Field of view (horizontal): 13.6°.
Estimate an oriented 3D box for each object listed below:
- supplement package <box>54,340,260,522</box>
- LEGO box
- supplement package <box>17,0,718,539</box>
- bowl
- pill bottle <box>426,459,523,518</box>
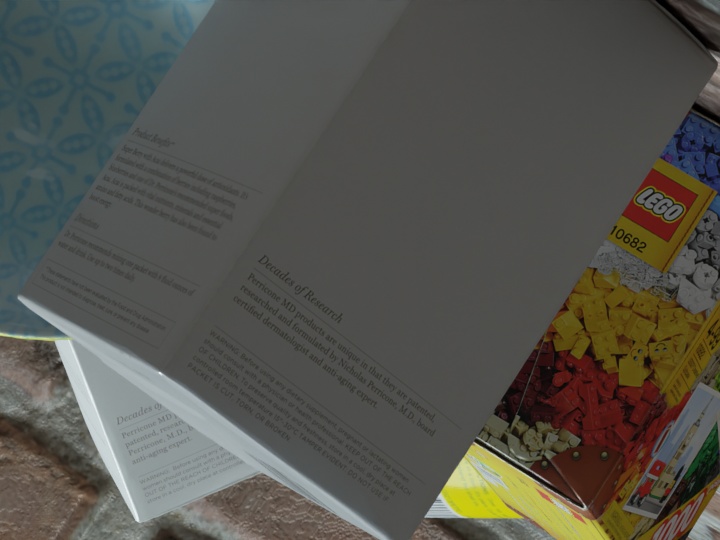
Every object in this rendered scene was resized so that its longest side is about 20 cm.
[{"bbox_3d":[-0.098,-0.006,1.436,0.117,0.117,0.201,-129,18,-64],"label":"supplement package"},{"bbox_3d":[0.111,0.032,1.189,0.077,0.149,0.200,31,174,18],"label":"LEGO box"},{"bbox_3d":[0.002,-0.031,1.024,0.120,0.201,0.121,38,172,-31],"label":"supplement package"},{"bbox_3d":[-0.113,-0.086,1.132,0.200,0.200,0.108,35,-159,-8],"label":"bowl"},{"bbox_3d":[0.097,0.065,1.460,0.199,0.110,0.109,-2,157,26],"label":"pill bottle"}]
